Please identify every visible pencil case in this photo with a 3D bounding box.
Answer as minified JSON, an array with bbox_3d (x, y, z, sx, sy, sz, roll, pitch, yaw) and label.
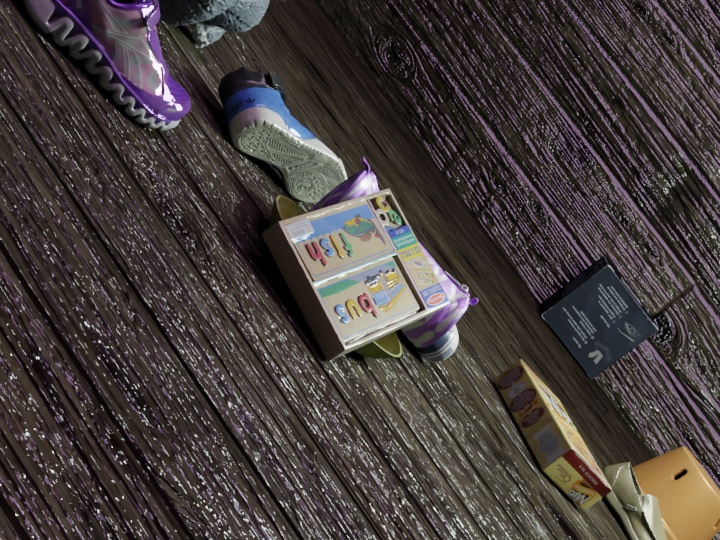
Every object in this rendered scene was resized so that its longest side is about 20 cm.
[{"bbox_3d":[0.035,-0.013,1.546,0.200,0.085,0.084,49,11,-13],"label":"pencil case"}]

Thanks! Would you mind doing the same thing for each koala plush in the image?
[{"bbox_3d":[-0.171,-0.344,1.750,0.200,0.176,0.185,36,30,-61],"label":"koala plush"}]

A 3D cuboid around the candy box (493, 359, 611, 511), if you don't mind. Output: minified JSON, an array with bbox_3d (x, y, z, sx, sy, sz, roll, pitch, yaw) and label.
[{"bbox_3d":[0.265,0.227,2.063,0.115,0.055,0.201,46,12,-36],"label":"candy box"}]

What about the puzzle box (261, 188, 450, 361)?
[{"bbox_3d":[0.000,0.000,1.409,0.199,0.025,0.134,-22,82,-56],"label":"puzzle box"}]

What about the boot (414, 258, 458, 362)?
[{"bbox_3d":[0.060,0.015,1.782,0.091,0.072,0.201,52,8,-38],"label":"boot"}]

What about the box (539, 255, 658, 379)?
[{"bbox_3d":[0.552,0.108,3.459,0.197,0.199,0.117,51,10,-8],"label":"box"}]

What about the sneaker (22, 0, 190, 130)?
[{"bbox_3d":[-0.201,-0.203,1.278,0.200,0.088,0.081,46,10,-43],"label":"sneaker"}]

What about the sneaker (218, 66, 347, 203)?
[{"bbox_3d":[-0.090,-0.160,1.690,0.199,0.076,0.112,31,32,-50],"label":"sneaker"}]

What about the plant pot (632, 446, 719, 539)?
[{"bbox_3d":[0.528,0.391,2.487,0.201,0.140,0.200,51,9,-11],"label":"plant pot"}]

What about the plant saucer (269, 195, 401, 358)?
[{"bbox_3d":[-0.031,0.013,1.481,0.200,0.031,0.200,51,10,-13],"label":"plant saucer"}]

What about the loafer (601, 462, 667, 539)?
[{"bbox_3d":[0.436,0.380,2.295,0.201,0.067,0.076,56,10,21],"label":"loafer"}]
